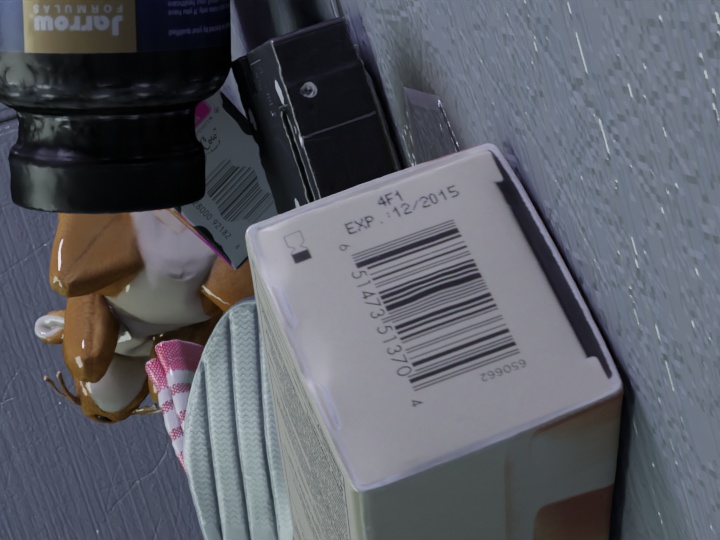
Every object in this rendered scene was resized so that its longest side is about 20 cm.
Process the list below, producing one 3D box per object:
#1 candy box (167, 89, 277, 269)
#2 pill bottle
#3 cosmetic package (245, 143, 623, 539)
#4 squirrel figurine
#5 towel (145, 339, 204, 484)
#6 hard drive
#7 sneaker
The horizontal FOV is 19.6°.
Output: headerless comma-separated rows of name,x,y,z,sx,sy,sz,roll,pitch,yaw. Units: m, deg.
candy box,-0.127,-0.103,1.044,0.200,0.061,0.136,46,175,-36
pill bottle,-0.110,-0.130,0.888,0.112,0.111,0.202,-142,49,-74
cosmetic package,0.025,0.067,0.680,0.201,0.087,0.104,87,161,-56
squirrel figurine,-0.134,-0.006,1.288,0.187,0.140,0.201,120,151,-55
towel,-0.033,0.130,1.121,0.146,0.030,0.201,8,-127,-56
hard drive,0.000,0.000,0.862,0.140,0.038,0.202,-173,65,-80
sneaker,-0.032,0.104,0.927,0.071,0.072,0.202,-27,-59,-60
